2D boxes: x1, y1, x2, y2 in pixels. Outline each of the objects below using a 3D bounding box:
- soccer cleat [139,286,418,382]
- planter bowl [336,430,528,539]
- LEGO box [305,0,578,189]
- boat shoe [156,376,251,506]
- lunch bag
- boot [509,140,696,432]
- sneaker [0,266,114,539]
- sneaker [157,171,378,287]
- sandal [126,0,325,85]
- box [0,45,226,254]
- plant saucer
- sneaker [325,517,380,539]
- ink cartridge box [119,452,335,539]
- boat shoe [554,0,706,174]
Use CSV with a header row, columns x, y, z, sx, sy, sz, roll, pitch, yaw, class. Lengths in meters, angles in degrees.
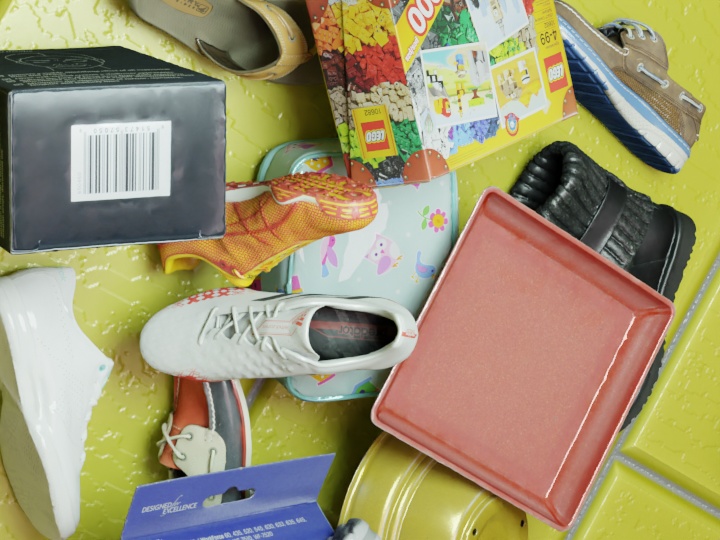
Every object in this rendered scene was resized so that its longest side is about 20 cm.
x,y,z,sx,sy,sz,roll,pitch,yaw,class
-0.059,0.044,1.524,0.199,0.085,0.069,0,86,1,soccer cleat
0.073,0.209,1.670,0.200,0.083,0.201,-19,115,-49,planter bowl
0.062,-0.156,1.560,0.200,0.077,0.149,-27,107,-49,LEGO box
-0.120,0.142,1.608,0.062,0.071,0.201,-15,114,-25,boat shoe
0.000,0.000,1.631,0.160,0.077,0.201,-6,104,-27,lunch bag
0.171,0.016,1.719,0.158,0.079,0.212,23,80,-36,boot
-0.215,0.094,1.551,0.088,0.075,0.201,-19,109,-35,sneaker
-0.063,-0.029,1.531,0.073,0.200,0.077,-14,97,-47,sneaker
-0.079,-0.172,1.544,0.200,0.054,0.080,17,123,-35,sandal
-0.194,-0.086,1.440,0.148,0.200,0.107,-5,105,-25,box
0.120,0.068,1.636,0.199,0.037,0.200,31,80,-24,plant saucer
-0.036,0.282,1.579,0.082,0.075,0.200,39,92,-6,sneaker
-0.110,0.236,1.579,0.197,0.047,0.200,-5,129,-45,ink cartridge box
0.205,-0.161,1.709,0.200,0.072,0.072,42,77,-38,boat shoe
